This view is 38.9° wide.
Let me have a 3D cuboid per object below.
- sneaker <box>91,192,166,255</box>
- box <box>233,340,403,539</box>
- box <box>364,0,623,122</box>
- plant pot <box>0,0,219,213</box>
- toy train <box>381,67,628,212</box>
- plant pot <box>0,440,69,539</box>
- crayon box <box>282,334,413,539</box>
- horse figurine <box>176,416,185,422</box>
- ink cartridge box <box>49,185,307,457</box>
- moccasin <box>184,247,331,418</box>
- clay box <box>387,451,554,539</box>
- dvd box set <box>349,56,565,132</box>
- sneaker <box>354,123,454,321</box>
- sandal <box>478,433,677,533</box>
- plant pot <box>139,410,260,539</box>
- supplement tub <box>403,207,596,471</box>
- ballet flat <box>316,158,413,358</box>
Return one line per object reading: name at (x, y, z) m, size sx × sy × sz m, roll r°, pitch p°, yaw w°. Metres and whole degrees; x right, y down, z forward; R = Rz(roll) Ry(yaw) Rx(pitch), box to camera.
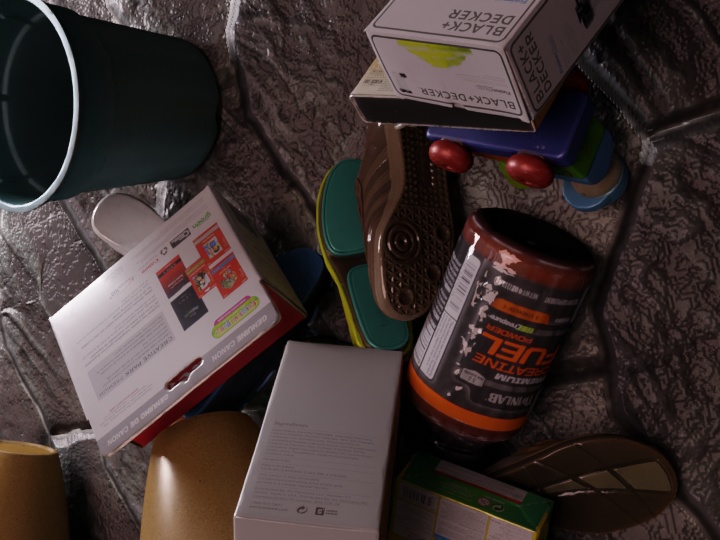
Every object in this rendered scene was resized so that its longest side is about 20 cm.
sneaker at (-0.182, -0.003, 1.044) m, size 0.200 × 0.089 × 0.075 m, roll 39°, pitch 78°, yaw 6°
box at (-0.026, 0.162, 0.762) m, size 0.097 × 0.200 × 0.125 m, roll 5°, pitch 122°, yaw 4°
box at (0.110, -0.193, 0.667) m, size 0.116 × 0.060 × 0.200 m, roll 20°, pitch 63°, yaw 41°
plant pot at (-0.258, -0.161, 0.998) m, size 0.200 × 0.196 × 0.201 m, roll 5°, pitch 98°, yaw 37°
toy train at (0.100, -0.101, 0.779) m, size 0.200 × 0.116 × 0.085 m, roll 17°, pitch 81°, yaw 42°
plant pot at (-0.423, 0.309, 1.206) m, size 0.186 × 0.186 × 0.201 m, roll 7°, pitch 87°, yaw 38°
crayon box at (-0.019, 0.173, 0.936) m, size 0.119 × 0.058 × 0.201 m, roll 16°, pitch 105°, yaw 37°
horse figurine at (-0.186, 0.107, 1.060) m, size 0.200 × 0.050 × 0.133 m, roll 40°, pitch 101°, yaw 37°
ink cartridge box at (-0.158, 0.057, 0.911) m, size 0.200 × 0.084 × 0.176 m, roll -38°, pitch 52°, yaw 7°
moccasin at (-0.097, 0.063, 0.974) m, size 0.200 × 0.068 × 0.081 m, roll -46°, pitch 51°, yaw 8°
clay box at (0.076, 0.252, 0.804) m, size 0.115 × 0.048 × 0.201 m, roll 18°, pitch 119°, yaw 21°
dvd box set at (0.099, -0.182, 0.731) m, size 0.146 × 0.200 × 0.029 m, roll 9°, pitch 146°, yaw 37°
sneaker at (0.032, -0.051, 0.850) m, size 0.075 × 0.070 × 0.201 m, roll -23°, pitch 57°, yaw 57°
sandal at (0.148, 0.171, 0.803) m, size 0.200 × 0.055 × 0.082 m, roll -26°, pitch 102°, yaw 29°
plant pot at (-0.118, 0.233, 0.887) m, size 0.186 × 0.186 × 0.200 m, roll -39°, pitch 58°, yaw 35°
supplement tub at (0.100, 0.059, 0.798) m, size 0.107 × 0.107 × 0.201 m, roll 33°, pitch 116°, yaw 31°
ballet flat at (0.000, 0.000, 0.887) m, size 0.067 × 0.067 × 0.201 m, roll 100°, pitch 160°, yaw -61°
